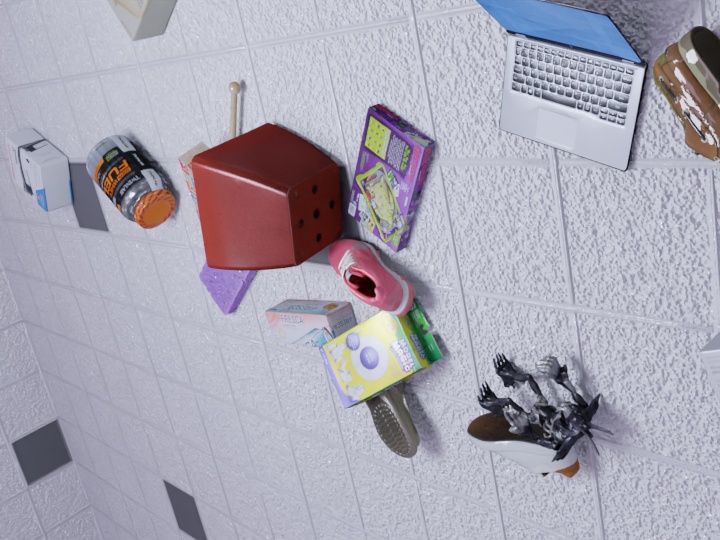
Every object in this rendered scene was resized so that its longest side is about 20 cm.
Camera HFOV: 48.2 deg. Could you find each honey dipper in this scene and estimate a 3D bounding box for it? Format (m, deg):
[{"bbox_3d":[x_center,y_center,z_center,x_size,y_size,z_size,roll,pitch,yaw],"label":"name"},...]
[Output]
[{"bbox_3d":[-0.233,-0.254,1.483,0.038,0.038,0.202,38,136,28],"label":"honey dipper"}]

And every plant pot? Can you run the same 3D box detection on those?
[{"bbox_3d":[-0.139,-0.111,1.344,0.174,0.199,0.203,16,124,33],"label":"plant pot"}]

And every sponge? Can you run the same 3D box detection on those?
[{"bbox_3d":[-0.279,0.002,1.697,0.112,0.030,0.200,53,142,13],"label":"sponge"}]

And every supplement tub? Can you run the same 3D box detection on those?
[{"bbox_3d":[-0.500,-0.192,1.764,0.200,0.122,0.123,45,139,21],"label":"supplement tub"}]

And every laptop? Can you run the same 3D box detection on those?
[{"bbox_3d":[0.212,-0.217,0.918,0.186,0.115,0.203,28,131,37],"label":"laptop"}]

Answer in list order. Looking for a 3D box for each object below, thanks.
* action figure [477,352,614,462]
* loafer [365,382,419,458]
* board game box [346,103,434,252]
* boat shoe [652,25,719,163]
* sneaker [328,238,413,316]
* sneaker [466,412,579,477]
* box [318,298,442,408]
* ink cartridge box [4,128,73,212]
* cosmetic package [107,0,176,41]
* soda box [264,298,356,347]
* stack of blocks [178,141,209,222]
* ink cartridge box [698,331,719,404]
[{"bbox_3d":[0.248,0.187,1.118,0.199,0.119,0.102,19,159,52],"label":"action figure"},{"bbox_3d":[0.052,0.229,1.409,0.076,0.068,0.202,-39,77,48],"label":"loafer"},{"bbox_3d":[0.042,-0.139,1.237,0.120,0.032,0.202,44,140,29],"label":"board game box"},{"bbox_3d":[0.371,-0.146,0.821,0.068,0.071,0.202,-41,70,56],"label":"boat shoe"},{"bbox_3d":[0.000,0.000,1.294,0.200,0.086,0.075,38,108,41],"label":"sneaker"},{"bbox_3d":[0.241,0.271,1.212,0.199,0.073,0.085,3,126,56],"label":"sneaker"},{"bbox_3d":[0.033,0.137,1.340,0.199,0.048,0.119,-32,77,28],"label":"box"},{"bbox_3d":[-0.870,-0.273,2.181,0.199,0.084,0.146,35,134,32],"label":"ink cartridge box"},{"bbox_3d":[-0.389,-0.529,1.474,0.104,0.073,0.200,56,141,8],"label":"cosmetic package"},{"bbox_3d":[-0.094,0.098,1.510,0.199,0.063,0.069,0,111,50],"label":"soda box"},{"bbox_3d":[-0.269,-0.131,1.532,0.115,0.058,0.201,39,155,29],"label":"stack of blocks"},{"bbox_3d":[0.470,0.159,0.879,0.115,0.067,0.202,-19,97,53],"label":"ink cartridge box"}]
